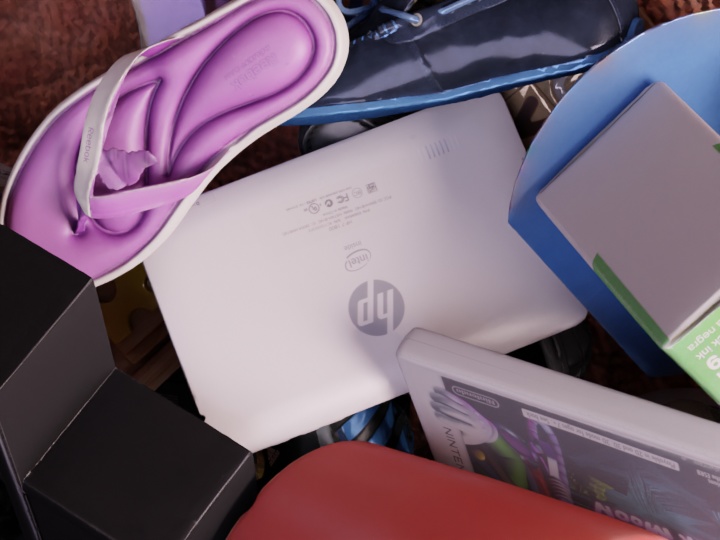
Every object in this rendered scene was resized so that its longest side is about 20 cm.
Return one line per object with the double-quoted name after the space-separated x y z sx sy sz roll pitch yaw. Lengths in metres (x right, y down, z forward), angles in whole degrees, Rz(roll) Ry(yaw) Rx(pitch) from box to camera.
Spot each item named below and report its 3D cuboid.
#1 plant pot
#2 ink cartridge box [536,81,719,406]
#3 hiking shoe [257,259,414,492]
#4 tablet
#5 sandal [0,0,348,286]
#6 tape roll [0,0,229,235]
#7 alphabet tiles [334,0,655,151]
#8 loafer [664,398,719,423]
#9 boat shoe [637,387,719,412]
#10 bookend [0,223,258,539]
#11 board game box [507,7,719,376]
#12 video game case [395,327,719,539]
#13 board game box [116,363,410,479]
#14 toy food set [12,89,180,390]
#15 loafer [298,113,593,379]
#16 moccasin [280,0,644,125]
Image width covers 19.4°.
0.033 0.178 0.985 0.177 0.200 0.202 27 123 40 "plant pot"
0.192 0.027 0.974 0.084 0.146 0.200 -44 124 7 "ink cartridge box"
-0.014 0.071 1.102 0.074 0.086 0.201 7 98 48 "hiking shoe"
0.000 0.000 1.043 0.199 0.014 0.131 -21 81 -5 "tablet"
-0.096 -0.066 0.985 0.202 0.050 0.083 -41 90 10 "sandal"
-0.165 -0.110 1.054 0.199 0.085 0.201 1 96 5 "tape roll"
0.054 -0.156 1.053 0.167 0.008 0.200 -38 99 25 "alphabet tiles"
0.200 0.130 1.073 0.075 0.069 0.200 -11 141 26 "loafer"
0.118 0.120 1.127 0.199 0.057 0.069 -19 107 21 "boat shoe"
-0.141 0.079 0.992 0.199 0.092 0.199 30 153 17 "bookend"
0.161 -0.045 1.036 0.158 0.039 0.200 -41 125 6 "board game box"
0.121 0.119 1.003 0.199 0.023 0.182 17 144 33 "video game case"
-0.075 0.121 1.191 0.199 0.028 0.136 9 113 10 "board game box"
-0.170 0.022 1.134 0.200 0.060 0.144 -42 90 17 "toy food set"
0.043 -0.009 1.083 0.068 0.070 0.201 -40 98 24 "loafer"
0.037 -0.115 1.024 0.199 0.080 0.069 -11 92 10 "moccasin"
